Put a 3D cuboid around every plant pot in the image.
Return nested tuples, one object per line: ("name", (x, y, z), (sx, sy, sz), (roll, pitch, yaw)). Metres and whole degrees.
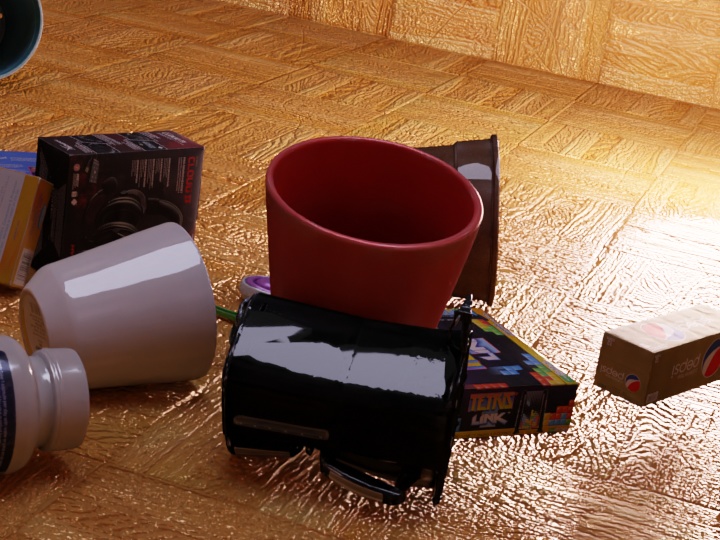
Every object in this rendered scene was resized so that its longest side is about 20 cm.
("plant pot", (-0.633, -0.408, 2.481), (0.197, 0.203, 0.188), (2, 4, -21))
("plant pot", (0.000, 0.000, 1.393), (0.198, 0.179, 0.201), (7, 33, -5))
("plant pot", (0.061, -0.062, 1.788), (0.195, 0.203, 0.201), (2, 18, 2))

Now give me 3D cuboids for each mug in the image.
("mug", (-0.237, 0.054, 1.421), (0.152, 0.187, 0.150), (-13, 59, -29))

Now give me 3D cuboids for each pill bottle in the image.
("pill bottle", (-0.321, 0.109, 1.197), (0.198, 0.112, 0.111), (-3, 21, -31))

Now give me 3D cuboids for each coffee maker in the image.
("coffee maker", (-0.011, 0.086, 1.284), (0.197, 0.195, 0.135), (11, 18, 6))

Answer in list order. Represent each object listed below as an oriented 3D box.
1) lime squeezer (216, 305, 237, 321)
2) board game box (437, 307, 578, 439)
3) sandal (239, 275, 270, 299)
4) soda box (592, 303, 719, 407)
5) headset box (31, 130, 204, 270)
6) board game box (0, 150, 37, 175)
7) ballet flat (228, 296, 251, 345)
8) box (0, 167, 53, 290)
("lime squeezer", (-0.099, 0.039, 1.596), (0.198, 0.071, 0.038), (-15, 22, 32))
("board game box", (0.095, 0.099, 1.518), (0.163, 0.057, 0.200), (0, 20, -28))
("sandal", (-0.034, 0.024, 1.685), (0.200, 0.050, 0.083), (7, 19, -7))
("soda box", (0.340, 0.090, 1.648), (0.067, 0.065, 0.199), (24, 23, 39))
("headset box", (-0.266, -0.074, 1.708), (0.198, 0.151, 0.077), (-6, 24, -41))
("board game box", (-0.442, -0.092, 1.795), (0.197, 0.045, 0.135), (2, 33, -22))
("ballet flat", (-0.054, 0.079, 1.486), (0.199, 0.075, 0.074), (22, 22, 34))
("box", (-0.438, -0.061, 1.630), (0.198, 0.121, 0.041), (15, -5, 17))
